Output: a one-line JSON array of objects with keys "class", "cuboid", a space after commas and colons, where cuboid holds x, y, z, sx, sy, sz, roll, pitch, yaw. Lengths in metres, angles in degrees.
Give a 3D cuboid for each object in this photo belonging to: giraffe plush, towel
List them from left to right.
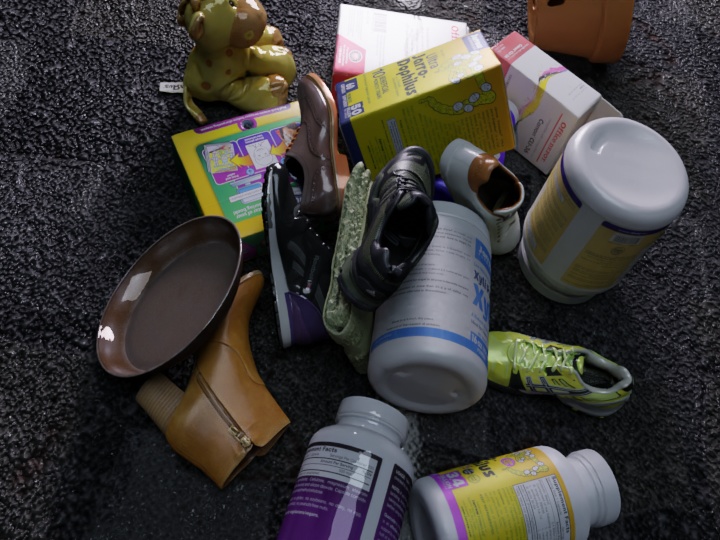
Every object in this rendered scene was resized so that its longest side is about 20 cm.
[{"class": "giraffe plush", "cuboid": [-0.182, -0.317, 0.881, 0.195, 0.164, 0.176, -16, 63, -19]}, {"class": "towel", "cuboid": [0.000, 0.000, 0.734, 0.035, 0.149, 0.206, 0, 64, 14]}]

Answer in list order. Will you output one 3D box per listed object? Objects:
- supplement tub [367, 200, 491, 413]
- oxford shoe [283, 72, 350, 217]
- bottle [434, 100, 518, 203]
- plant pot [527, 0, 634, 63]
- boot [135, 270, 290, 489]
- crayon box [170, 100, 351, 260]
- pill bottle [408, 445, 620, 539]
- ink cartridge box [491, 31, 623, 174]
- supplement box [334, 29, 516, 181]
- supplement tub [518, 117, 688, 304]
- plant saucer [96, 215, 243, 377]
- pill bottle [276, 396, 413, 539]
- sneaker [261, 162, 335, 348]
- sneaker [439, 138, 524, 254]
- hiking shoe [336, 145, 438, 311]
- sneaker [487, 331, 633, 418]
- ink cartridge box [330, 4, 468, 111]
[{"class": "supplement tub", "cuboid": [0.081, 0.040, 0.728, 0.128, 0.133, 0.205, 12, 55, -2]}, {"class": "oxford shoe", "cuboid": [-0.062, -0.158, 0.796, 0.071, 0.072, 0.205, -8, 62, -11]}, {"class": "bottle", "cuboid": [0.149, -0.154, 0.871, 0.082, 0.066, 0.201, 32, 61, 9]}, {"class": "plant pot", "cuboid": [0.340, -0.431, 1.034, 0.135, 0.202, 0.205, -2, 58, 9]}, {"class": "boot", "cuboid": [-0.126, 0.113, 0.697, 0.142, 0.071, 0.202, 35, 67, 9]}, {"class": "crayon box", "cuboid": [-0.120, -0.117, 0.835, 0.195, 0.059, 0.175, -20, 66, -20]}, {"class": "pill bottle", "cuboid": [0.153, 0.237, 0.645, 0.194, 0.105, 0.107, -10, 61, -15]}, {"class": "ink cartridge box", "cuboid": [0.258, -0.225, 0.928, 0.199, 0.118, 0.067, 43, 61, 17]}, {"class": "supplement box", "cuboid": [0.077, -0.192, 0.802, 0.194, 0.111, 0.110, -18, 39, 8]}, {"class": "supplement tub", "cuboid": [0.281, -0.063, 0.787, 0.140, 0.202, 0.149, 4, 59, -7]}, {"class": "plant saucer", "cuboid": [-0.198, 0.029, 0.699, 0.196, 0.032, 0.204, -21, 45, 22]}, {"class": "pill bottle", "cuboid": [-0.014, 0.230, 0.616, 0.109, 0.113, 0.204, 19, 58, 3]}, {"class": "sneaker", "cuboid": [-0.064, -0.020, 0.741, 0.085, 0.076, 0.207, -8, 99, -10]}, {"class": "sneaker", "cuboid": [0.162, -0.069, 0.780, 0.084, 0.200, 0.074, 33, 83, 41]}, {"class": "hiking shoe", "cuboid": [0.050, -0.054, 0.650, 0.075, 0.100, 0.204, 34, 56, -20]}, {"class": "sneaker", "cuboid": [0.217, 0.105, 0.750, 0.194, 0.077, 0.077, 13, 59, 1]}, {"class": "ink cartridge box", "cuboid": [0.057, -0.297, 0.956, 0.193, 0.085, 0.149, 7, 58, -4]}]
